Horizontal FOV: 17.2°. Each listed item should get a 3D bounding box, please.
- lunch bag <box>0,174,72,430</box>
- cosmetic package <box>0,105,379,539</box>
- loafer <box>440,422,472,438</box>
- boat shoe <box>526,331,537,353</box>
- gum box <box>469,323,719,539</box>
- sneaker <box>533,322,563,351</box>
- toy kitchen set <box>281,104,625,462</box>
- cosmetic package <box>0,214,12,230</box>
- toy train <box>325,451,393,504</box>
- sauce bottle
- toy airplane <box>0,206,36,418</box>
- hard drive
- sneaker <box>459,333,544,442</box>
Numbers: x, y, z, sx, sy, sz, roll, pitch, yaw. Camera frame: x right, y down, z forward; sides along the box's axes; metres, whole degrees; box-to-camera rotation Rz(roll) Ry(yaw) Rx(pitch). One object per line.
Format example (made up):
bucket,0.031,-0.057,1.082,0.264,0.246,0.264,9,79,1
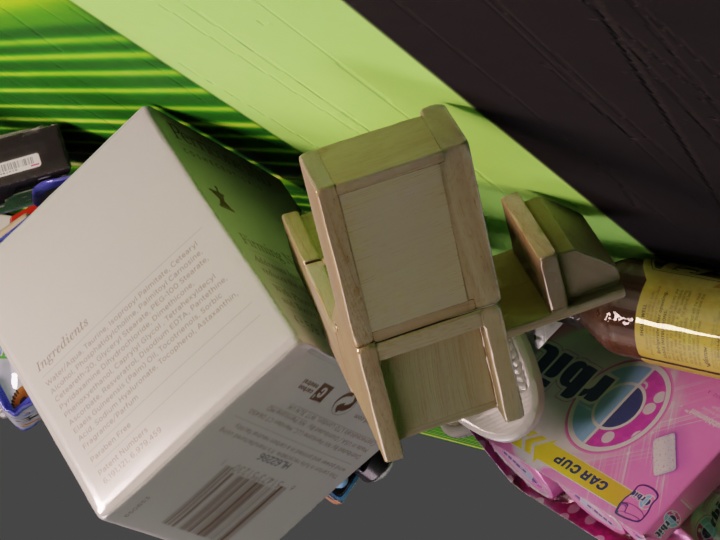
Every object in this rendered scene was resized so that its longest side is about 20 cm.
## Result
lunch bag,-0.200,0.003,1.662,0.124,0.200,0.170,49,172,-1
cosmetic package,-0.100,0.043,1.454,0.200,0.166,0.167,55,-165,30
loafer,0.081,0.077,1.857,0.075,0.070,0.200,-22,-167,-9
boat shoe,0.182,0.091,1.798,0.057,0.069,0.200,2,-159,-25
gum box,0.172,0.108,1.467,0.066,0.114,0.200,52,167,-34
sneaker,0.192,0.061,1.644,0.080,0.078,0.200,0,165,33
toy kitchen set,0.047,-0.042,1.281,0.163,0.181,0.200,-19,-145,-6
cosmetic package,-0.306,-0.002,2.191,0.200,0.085,0.108,7,171,46
toy train,-0.066,0.080,1.636,0.200,0.087,0.114,39,161,-16
sauce bottle,0.186,0.026,1.427,0.200,0.065,0.065,13,172,31
toy airplane,-0.232,0.049,1.968,0.200,0.199,0.141,11,161,28
hard drive,-0.278,-0.057,1.660,0.140,0.038,0.200,-17,178,-11
sneaker,0.076,0.040,1.519,0.118,0.074,0.200,28,-161,-51
